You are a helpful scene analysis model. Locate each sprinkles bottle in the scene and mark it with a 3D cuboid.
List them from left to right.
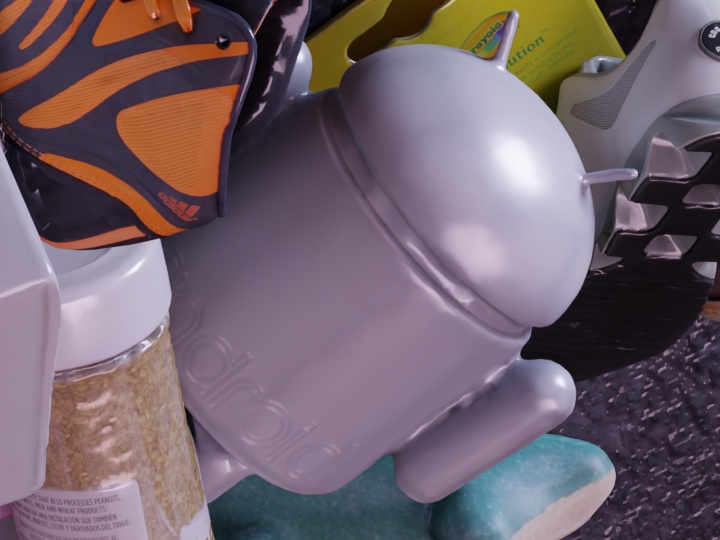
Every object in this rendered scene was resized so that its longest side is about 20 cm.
[{"bbox_3d":[-0.085,0.075,0.945,0.068,0.068,0.200,-19,123,-16],"label":"sprinkles bottle"}]

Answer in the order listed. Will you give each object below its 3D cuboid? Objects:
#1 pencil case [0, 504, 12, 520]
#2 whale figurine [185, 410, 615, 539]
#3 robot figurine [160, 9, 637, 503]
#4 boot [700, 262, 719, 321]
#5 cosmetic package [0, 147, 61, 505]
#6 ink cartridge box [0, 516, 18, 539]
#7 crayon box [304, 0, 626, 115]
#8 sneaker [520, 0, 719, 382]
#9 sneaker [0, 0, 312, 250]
[{"bbox_3d":[-0.199,0.092,0.921,0.200,0.087,0.088,-38,143,-44],"label":"pencil case"},{"bbox_3d":[0.003,0.076,1.074,0.159,0.200,0.104,-28,100,-34],"label":"whale figurine"},{"bbox_3d":[0.000,0.000,0.985,0.200,0.113,0.170,-40,93,17],"label":"robot figurine"},{"bbox_3d":[0.158,-0.099,1.076,0.200,0.072,0.166,-51,131,-23],"label":"boot"},{"bbox_3d":[-0.204,-0.004,0.772,0.200,0.165,0.165,-20,161,-15],"label":"cosmetic package"},{"bbox_3d":[-0.168,0.192,1.085,0.200,0.084,0.146,-31,137,24],"label":"ink cartridge box"},{"bbox_3d":[0.044,-0.055,1.082,0.127,0.051,0.200,-36,134,-1],"label":"crayon box"},{"bbox_3d":[0.096,-0.029,1.053,0.074,0.089,0.200,5,145,-26],"label":"sneaker"},{"bbox_3d":[-0.074,-0.104,0.824,0.112,0.078,0.200,-2,115,23],"label":"sneaker"}]
